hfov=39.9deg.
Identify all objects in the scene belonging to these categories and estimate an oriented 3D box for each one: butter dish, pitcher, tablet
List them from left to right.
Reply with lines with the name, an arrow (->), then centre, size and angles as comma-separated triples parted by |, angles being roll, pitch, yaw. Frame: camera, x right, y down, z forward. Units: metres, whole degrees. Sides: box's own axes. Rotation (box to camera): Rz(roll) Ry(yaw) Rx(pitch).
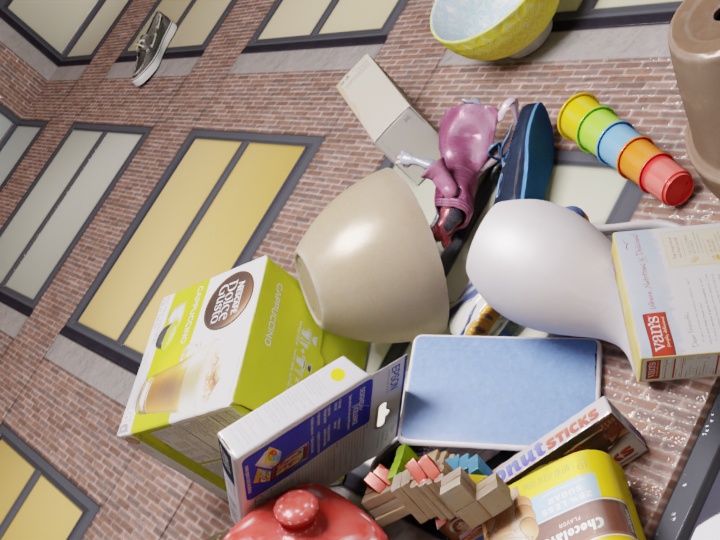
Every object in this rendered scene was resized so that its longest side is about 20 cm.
butter dish -> -0.053, 0.277, 0.956 | 0.198, 0.150, 0.198 | -30, 37, -33
tablet -> 0.140, 0.122, 0.997 | 0.196, 0.014, 0.132 | 0, 52, 17
pitcher -> 0.221, -0.007, 0.982 | 0.198, 0.122, 0.172 | 26, 59, 21

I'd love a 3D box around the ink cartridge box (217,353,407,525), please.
ink cartridge box -> -0.047, 0.171, 1.014 | 0.198, 0.199, 0.047 | -31, 60, -22

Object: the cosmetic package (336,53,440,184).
cosmetic package -> 0.044, -0.219, 1.418 | 0.073, 0.103, 0.201 | -42, 34, 11

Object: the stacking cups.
stacking cups -> 0.289, -0.133, 1.098 | 0.060, 0.060, 0.201 | -43, 36, 9

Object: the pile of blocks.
pile of blocks -> 0.065, 0.189, 0.931 | 0.199, 0.062, 0.082 | -19, 27, 55

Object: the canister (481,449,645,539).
canister -> 0.179, 0.268, 0.829 | 0.147, 0.086, 0.202 | -33, 36, 22

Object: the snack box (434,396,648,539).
snack box -> 0.165, 0.195, 0.922 | 0.199, 0.072, 0.025 | -38, 35, 17

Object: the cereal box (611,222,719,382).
cereal box -> 0.324, 0.021, 0.854 | 0.196, 0.040, 0.146 | -5, 48, 7

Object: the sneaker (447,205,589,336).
sneaker -> 0.166, -0.002, 1.103 | 0.200, 0.075, 0.088 | -47, 34, 4

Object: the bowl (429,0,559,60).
bowl -> 0.203, -0.357, 1.361 | 0.198, 0.107, 0.203 | -29, 40, 27

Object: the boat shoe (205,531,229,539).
boat shoe -> -0.090, 0.340, 1.085 | 0.197, 0.069, 0.072 | 3, 28, 31

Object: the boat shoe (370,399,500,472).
boat shoe -> 0.094, 0.164, 1.035 | 0.199, 0.068, 0.073 | -37, 36, 18

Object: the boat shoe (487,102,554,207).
boat shoe -> 0.182, -0.116, 1.184 | 0.068, 0.084, 0.203 | -8, 50, 37

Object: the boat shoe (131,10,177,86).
boat shoe -> -0.504, -0.527, 2.354 | 0.070, 0.064, 0.203 | -11, 50, 42

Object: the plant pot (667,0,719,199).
plant pot -> 0.383, -0.190, 0.947 | 0.198, 0.174, 0.203 | -28, 40, 26

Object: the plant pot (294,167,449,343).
plant pot -> 0.000, 0.000, 1.143 | 0.132, 0.203, 0.201 | -19, 33, -12

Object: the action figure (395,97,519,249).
action figure -> 0.126, -0.106, 1.244 | 0.146, 0.135, 0.203 | -2, 52, 18

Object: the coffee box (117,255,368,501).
coffee box -> -0.133, 0.138, 1.199 | 0.195, 0.200, 0.203 | -19, 45, 36
